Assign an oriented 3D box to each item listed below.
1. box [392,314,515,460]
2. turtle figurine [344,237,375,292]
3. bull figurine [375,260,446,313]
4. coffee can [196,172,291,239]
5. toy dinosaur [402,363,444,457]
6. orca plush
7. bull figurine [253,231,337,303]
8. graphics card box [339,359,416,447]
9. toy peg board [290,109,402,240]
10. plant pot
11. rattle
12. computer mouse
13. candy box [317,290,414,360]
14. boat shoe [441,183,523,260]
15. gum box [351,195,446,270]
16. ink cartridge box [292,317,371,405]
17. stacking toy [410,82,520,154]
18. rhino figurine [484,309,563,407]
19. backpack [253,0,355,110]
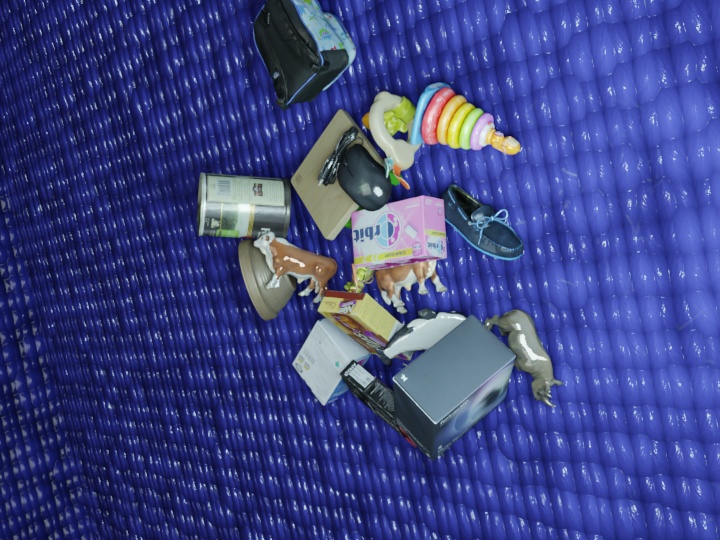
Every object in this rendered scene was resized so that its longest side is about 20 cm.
[{"bbox_3d":[0.170,0.222,1.450,0.123,0.200,0.198,44,160,27],"label":"box"},{"bbox_3d":[0.000,0.000,1.682,0.161,0.064,0.200,107,169,-48],"label":"turtle figurine"},{"bbox_3d":[0.108,0.001,1.577,0.200,0.065,0.122,-35,61,43],"label":"bull figurine"},{"bbox_3d":[-0.270,-0.147,1.798,0.146,0.200,0.147,-177,90,-75],"label":"coffee can"},{"bbox_3d":[0.159,0.285,1.636,0.102,0.077,0.200,-5,103,57],"label":"toy dinosaur"},{"bbox_3d":[0.132,0.134,1.592,0.200,0.071,0.105,-40,93,18],"label":"orca plush"},{"bbox_3d":[-0.154,-0.008,1.772,0.065,0.200,0.122,-142,71,-78],"label":"bull figurine"},{"bbox_3d":[0.051,0.289,1.702,0.200,0.051,0.126,35,164,33],"label":"graphics card box"},{"bbox_3d":[-0.023,-0.192,1.642,0.200,0.098,0.199,-51,49,24],"label":"toy peg board"},{"bbox_3d":[-0.213,0.011,1.865,0.093,0.201,0.201,-19,88,5],"label":"plant pot"},{"bbox_3d":[0.041,-0.236,1.524,0.143,0.130,0.200,-12,72,34],"label":"rattle"},{"bbox_3d":[-0.014,-0.188,1.524,0.139,0.053,0.200,-58,47,18],"label":"computer mouse"},{"bbox_3d":[0.018,0.115,1.636,0.117,0.200,0.057,4,60,44],"label":"candy box"},{"bbox_3d":[0.218,-0.091,1.444,0.200,0.084,0.069,36,136,30],"label":"boat shoe"},{"bbox_3d":[0.068,-0.069,1.518,0.200,0.066,0.114,-9,80,44],"label":"gum box"},{"bbox_3d":[-0.076,0.218,1.832,0.136,0.076,0.200,50,130,23],"label":"ink cartridge box"},{"bbox_3d":[0.200,-0.257,1.416,0.200,0.116,0.110,27,123,24],"label":"stacking toy"},{"bbox_3d":[0.311,0.163,1.445,0.087,0.060,0.200,-34,79,48],"label":"rhino figurine"},{"bbox_3d":[-0.122,-0.470,1.626,0.183,0.147,0.200,-35,80,45],"label":"backpack"}]
